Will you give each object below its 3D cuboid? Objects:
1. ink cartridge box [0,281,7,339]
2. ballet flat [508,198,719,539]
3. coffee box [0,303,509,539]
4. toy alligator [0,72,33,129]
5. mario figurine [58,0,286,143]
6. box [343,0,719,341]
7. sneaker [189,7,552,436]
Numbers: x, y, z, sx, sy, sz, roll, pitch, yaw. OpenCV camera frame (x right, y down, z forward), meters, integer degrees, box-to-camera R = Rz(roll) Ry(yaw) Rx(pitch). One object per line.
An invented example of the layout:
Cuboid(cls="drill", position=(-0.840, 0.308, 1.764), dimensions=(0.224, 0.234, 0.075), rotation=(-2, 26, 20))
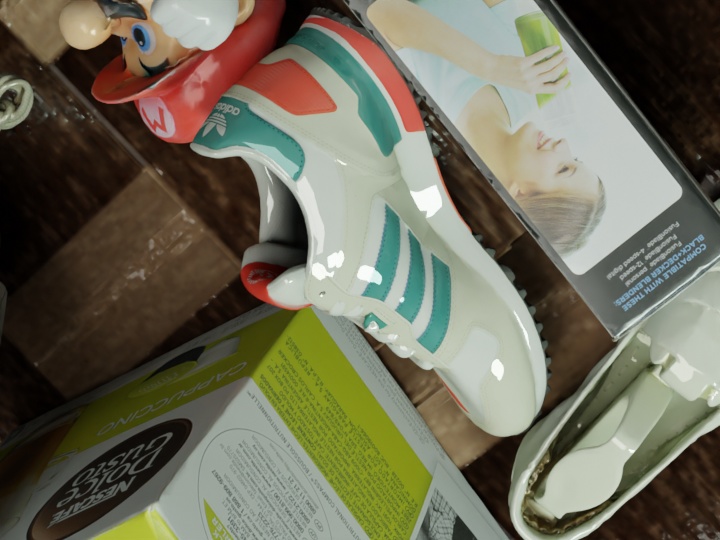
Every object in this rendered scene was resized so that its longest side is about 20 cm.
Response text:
Cuboid(cls="ink cartridge box", position=(-0.269, 0.050, 0.927), dimensions=(0.199, 0.145, 0.145), rotation=(-15, 142, 23))
Cuboid(cls="ballet flat", position=(0.125, 0.047, 0.923), dimensions=(0.069, 0.069, 0.200), rotation=(38, 123, -1))
Cuboid(cls="coffee box", position=(-0.067, 0.160, 0.977), dimensions=(0.199, 0.198, 0.200), rotation=(-27, 104, 30))
Cuboid(cls="toy alligator", position=(-0.195, -0.027, 1.017), dimensions=(0.200, 0.059, 0.054), rotation=(-58, 46, 34))
Cuboid(cls="mario figurine", position=(-0.097, -0.142, 0.880), dimensions=(0.106, 0.124, 0.201), rotation=(-10, 109, 12))
Cuboid(cls="box", position=(0.053, -0.079, 0.850), dimensions=(0.060, 0.117, 0.200), rotation=(-38, 98, 8))
Cuboid(cls="sneaker", position=(0.000, 0.000, 0.909), dimensions=(0.070, 0.093, 0.200), rotation=(20, 143, 57))
